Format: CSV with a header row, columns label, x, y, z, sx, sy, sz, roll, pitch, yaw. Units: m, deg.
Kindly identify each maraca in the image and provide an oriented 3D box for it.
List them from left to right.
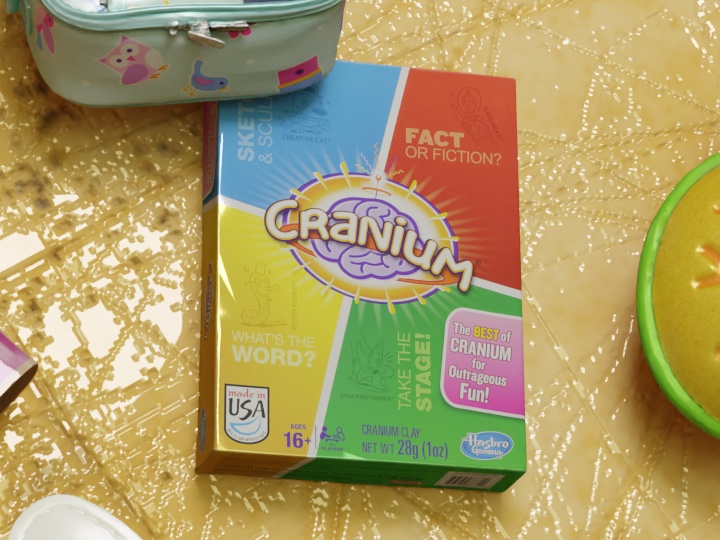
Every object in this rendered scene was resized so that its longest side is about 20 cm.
label,x,y,z,sx,sy,sz,roll,pitch,yaw
maraca,0.205,-0.005,1.318,0.137,0.107,0.201,31,66,-13

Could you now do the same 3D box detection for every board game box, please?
label,x,y,z,sx,sy,sz,roll,pitch,yaw
board game box,0.000,0.000,1.294,0.152,0.040,0.201,4,70,-14

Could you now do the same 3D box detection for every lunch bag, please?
label,x,y,z,sx,sy,sz,roll,pitch,yaw
lunch bag,-0.093,-0.170,1.284,0.160,0.077,0.201,-3,54,-15

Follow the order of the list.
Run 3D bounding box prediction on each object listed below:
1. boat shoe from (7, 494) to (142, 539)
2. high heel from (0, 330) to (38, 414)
label,x,y,z,sx,sy,sz,roll,pitch,yaw
boat shoe,-0.089,0.189,1.193,0.072,0.060,0.202,-35,82,-12
high heel,-0.239,0.071,1.189,0.096,0.067,0.200,42,68,7
